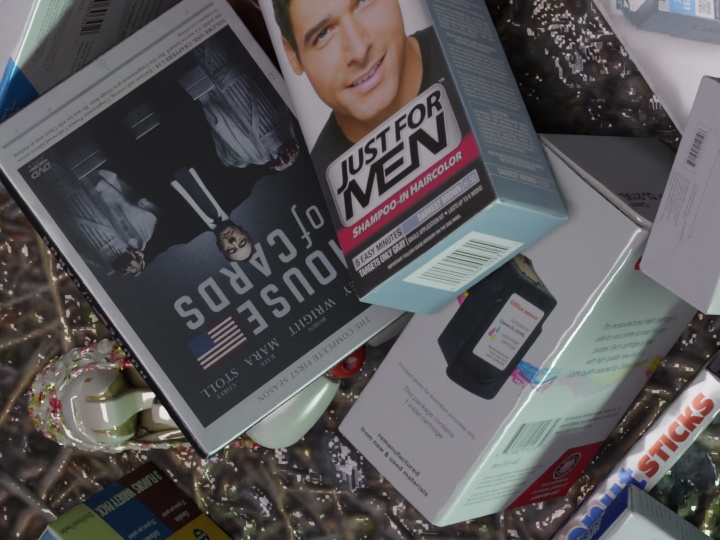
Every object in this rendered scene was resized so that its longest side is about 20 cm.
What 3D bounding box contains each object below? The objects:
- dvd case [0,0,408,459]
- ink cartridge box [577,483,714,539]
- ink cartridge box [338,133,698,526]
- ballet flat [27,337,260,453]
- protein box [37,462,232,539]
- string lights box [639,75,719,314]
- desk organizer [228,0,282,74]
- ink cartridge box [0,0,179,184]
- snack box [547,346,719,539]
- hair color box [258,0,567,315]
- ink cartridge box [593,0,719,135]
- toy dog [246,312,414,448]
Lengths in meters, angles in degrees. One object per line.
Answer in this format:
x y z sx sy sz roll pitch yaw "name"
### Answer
-0.078 -0.027 1.185 0.150 0.025 0.200 -36 89 -13 "dvd case"
0.164 0.243 1.260 0.200 0.041 0.200 36 112 -8 "ink cartridge box"
0.102 0.028 1.223 0.083 0.146 0.200 43 113 25 "ink cartridge box"
-0.121 0.076 1.368 0.200 0.064 0.076 -7 100 23 "ballet flat"
-0.139 0.265 1.377 0.199 0.135 0.200 42 113 8 "protein box"
0.244 -0.030 1.139 0.059 0.200 0.103 40 119 52 "string lights box"
-0.084 -0.070 1.310 0.077 0.072 0.200 35 112 -3 "desk organizer"
-0.170 -0.136 1.267 0.086 0.200 0.147 29 110 14 "ink cartridge box"
0.143 0.123 1.273 0.024 0.072 0.200 41 112 6 "snack box"
0.022 -0.090 1.167 0.099 0.061 0.200 -36 59 32 "hair color box"
0.200 -0.184 1.200 0.176 0.045 0.200 -34 88 24 "ink cartridge box"
0.000 0.000 1.285 0.200 0.096 0.132 -29 132 -4 "toy dog"
